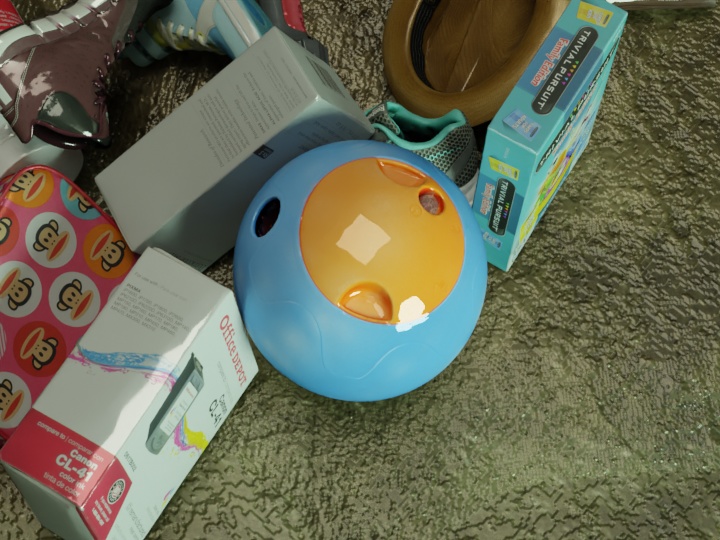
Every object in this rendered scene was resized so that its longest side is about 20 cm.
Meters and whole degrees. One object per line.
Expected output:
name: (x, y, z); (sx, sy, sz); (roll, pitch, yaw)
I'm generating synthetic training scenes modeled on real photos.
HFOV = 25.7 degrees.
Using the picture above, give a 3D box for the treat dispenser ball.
treat dispenser ball: (0.000, 0.000, 1.228); (0.198, 0.201, 0.203); (1, 64, -2)

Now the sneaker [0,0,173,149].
sneaker: (-0.215, -0.161, 1.289); (0.199, 0.076, 0.116); (-32, 91, -29)

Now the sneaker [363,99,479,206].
sneaker: (0.008, -0.106, 1.328); (0.197, 0.092, 0.078); (3, 40, 6)

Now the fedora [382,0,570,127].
fedora: (0.114, -0.206, 1.379); (0.199, 0.082, 0.203); (-14, 63, 29)

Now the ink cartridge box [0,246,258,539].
ink cartridge box: (-0.171, 0.107, 1.198); (0.085, 0.148, 0.201); (28, 68, 19)

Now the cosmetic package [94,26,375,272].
cosmetic package: (-0.102, -0.092, 1.275); (0.200, 0.113, 0.082); (-40, 66, 14)

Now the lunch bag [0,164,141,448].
lunch bag: (-0.257, 0.037, 1.246); (0.176, 0.082, 0.201); (43, 66, -20)

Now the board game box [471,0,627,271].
board game box: (0.148, -0.109, 1.286); (0.047, 0.201, 0.152); (29, 67, 11)

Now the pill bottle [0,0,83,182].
pill bottle: (-0.317, -0.154, 1.339); (0.111, 0.113, 0.201); (-28, 68, -14)

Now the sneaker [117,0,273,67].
sneaker: (-0.153, -0.205, 1.373); (0.130, 0.079, 0.201); (-41, 57, 8)

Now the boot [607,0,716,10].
boot: (0.229, -0.316, 1.462); (0.197, 0.064, 0.189); (-12, 79, -4)

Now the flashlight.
flashlight: (-0.063, -0.251, 1.424); (0.067, 0.068, 0.202); (-27, 64, 34)
